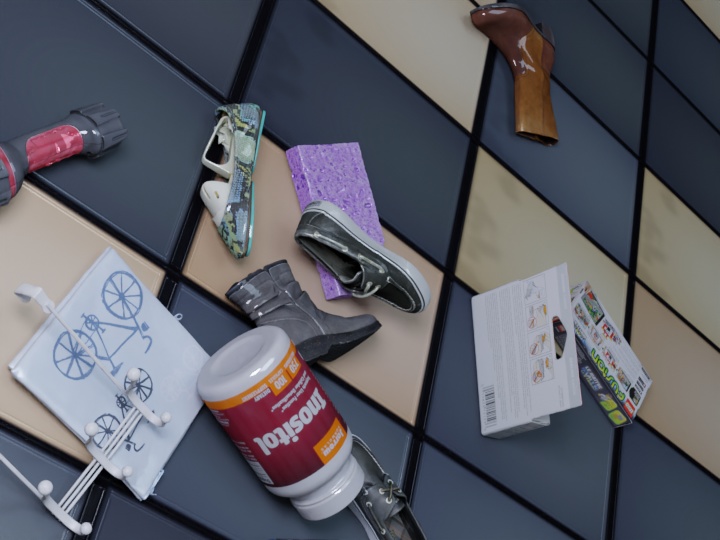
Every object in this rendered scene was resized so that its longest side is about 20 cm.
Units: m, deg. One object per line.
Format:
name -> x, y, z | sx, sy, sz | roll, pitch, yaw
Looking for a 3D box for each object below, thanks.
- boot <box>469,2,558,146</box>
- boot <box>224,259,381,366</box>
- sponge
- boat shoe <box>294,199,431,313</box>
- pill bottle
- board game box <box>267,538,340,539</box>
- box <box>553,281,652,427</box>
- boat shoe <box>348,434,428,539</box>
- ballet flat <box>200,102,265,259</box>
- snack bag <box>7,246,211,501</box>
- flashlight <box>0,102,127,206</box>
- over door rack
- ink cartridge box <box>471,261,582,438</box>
boot -> 0.243, -0.308, 1.887 | 0.188, 0.068, 0.201 | 19, 67, -48
boot -> -0.061, 0.042, 1.404 | 0.132, 0.070, 0.200 | 59, 30, 11
sponge -> -0.023, -0.065, 1.514 | 0.111, 0.030, 0.201 | -7, 78, -46
boat shoe -> 0.000, 0.000, 1.442 | 0.200, 0.071, 0.064 | 38, 49, -18
pill bottle -> -0.080, 0.168, 1.284 | 0.200, 0.113, 0.113 | 57, 42, -22
board game box -> -0.045, 0.394, 1.286 | 0.135, 0.035, 0.201 | 13, 64, -42
box -> 0.368, 0.128, 1.822 | 0.200, 0.035, 0.110 | 55, 43, -12
boat shoe -> 0.030, 0.277, 1.397 | 0.069, 0.057, 0.201 | -33, 97, -47
ballet flat -> -0.154, -0.107, 1.385 | 0.074, 0.074, 0.201 | 25, 54, -36
snack bag -> -0.241, 0.104, 1.225 | 0.200, 0.021, 0.189 | 50, 45, -22
flashlight -> -0.322, -0.117, 1.206 | 0.200, 0.068, 0.068 | -32, 95, -47
over door rack -> -0.282, 0.131, 1.112 | 0.200, 0.066, 0.148 | 49, 57, -22
ink cartridge box -> 0.228, 0.108, 1.586 | 0.043, 0.173, 0.201 | 17, 61, -40
